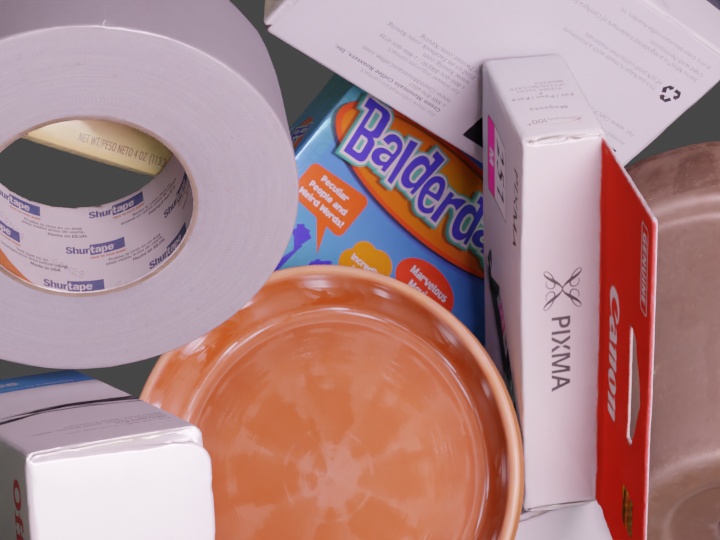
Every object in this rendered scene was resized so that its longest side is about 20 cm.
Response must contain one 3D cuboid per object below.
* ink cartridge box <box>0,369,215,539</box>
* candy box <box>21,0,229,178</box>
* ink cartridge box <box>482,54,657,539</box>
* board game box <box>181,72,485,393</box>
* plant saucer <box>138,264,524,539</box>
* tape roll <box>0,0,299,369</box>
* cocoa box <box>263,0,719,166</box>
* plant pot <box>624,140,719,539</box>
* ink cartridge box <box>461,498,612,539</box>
[{"bbox_3d":[-0.136,0.133,1.034,0.084,0.200,0.146,-7,97,-22],"label":"ink cartridge box"},{"bbox_3d":[-0.169,-0.127,1.076,0.199,0.055,0.116,17,88,-23],"label":"candy box"},{"bbox_3d":[0.093,0.026,1.032,0.043,0.174,0.201,-5,119,-6],"label":"ink cartridge box"},{"bbox_3d":[0.000,0.000,1.166,0.152,0.045,0.200,43,77,-20],"label":"board game box"},{"bbox_3d":[-0.017,0.099,1.078,0.199,0.032,0.202,-2,84,17],"label":"plant saucer"},{"bbox_3d":[-0.130,-0.049,1.035,0.198,0.066,0.201,-6,131,-7],"label":"tape roll"},{"bbox_3d":[0.068,-0.151,1.107,0.199,0.133,0.132,30,38,-26],"label":"cocoa box"},{"bbox_3d":[0.191,0.063,1.124,0.200,0.200,0.175,34,39,-22],"label":"plant pot"},{"bbox_3d":[0.084,0.202,1.166,0.084,0.144,0.202,-17,101,-20],"label":"ink cartridge box"}]
